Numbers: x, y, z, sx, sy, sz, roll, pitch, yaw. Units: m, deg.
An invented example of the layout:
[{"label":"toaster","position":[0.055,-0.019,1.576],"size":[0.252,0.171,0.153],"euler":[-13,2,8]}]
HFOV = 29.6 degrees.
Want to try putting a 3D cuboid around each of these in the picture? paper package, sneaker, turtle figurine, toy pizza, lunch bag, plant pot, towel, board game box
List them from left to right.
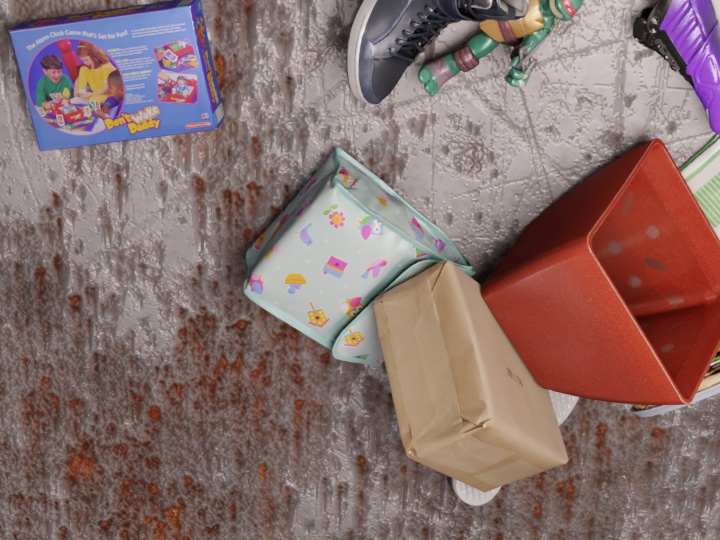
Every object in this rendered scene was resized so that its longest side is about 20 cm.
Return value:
[{"label":"board game box","position":[-0.256,-0.207,1.447],"size":[0.200,0.045,0.135],"euler":[-5,112,10]},{"label":"lunch bag","position":[0.000,0.000,1.462],"size":[0.200,0.122,0.170],"euler":[37,111,-17]},{"label":"sneaker","position":[0.074,-0.234,1.293],"size":[0.146,0.077,0.203],"euler":[31,108,33]},{"label":"paper package","position":[0.113,0.114,1.412],"size":[0.103,0.191,0.200],"euler":[-24,150,22]},{"label":"turtle figurine","position":[0.144,-0.249,1.345],"size":[0.200,0.101,0.150],"euler":[-15,83,29]},{"label":"sneaker","position":[0.165,0.169,1.541],"size":[0.078,0.079,0.200],"euler":[43,87,-17]},{"label":"plant pot","position":[0.245,0.017,1.392],"size":[0.176,0.200,0.200],"euler":[-18,112,43]},{"label":"sneaker","position":[0.323,-0.229,1.354],"size":[0.099,0.070,0.200],"euler":[-8,108,18]},{"label":"toy pizza","position":[0.370,0.099,1.419],"size":[0.200,0.200,0.032],"euler":[-26,86,17]},{"label":"towel","position":[0.404,-0.038,1.444],"size":[0.200,0.023,0.153],"euler":[42,111,-10]}]
